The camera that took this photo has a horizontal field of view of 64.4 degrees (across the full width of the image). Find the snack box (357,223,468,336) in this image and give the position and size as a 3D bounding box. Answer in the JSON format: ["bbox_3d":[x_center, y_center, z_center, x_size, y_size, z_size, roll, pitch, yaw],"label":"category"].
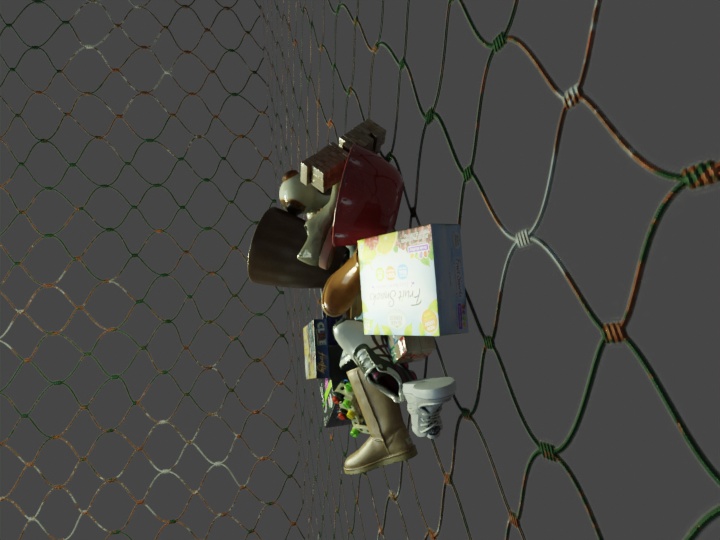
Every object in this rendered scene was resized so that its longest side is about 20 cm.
[{"bbox_3d":[0.080,0.021,0.930,0.200,0.067,0.170,-7,86,57],"label":"snack box"}]

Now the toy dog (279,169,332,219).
[{"bbox_3d":[-0.099,-0.185,1.411,0.194,0.199,0.140,163,102,-75],"label":"toy dog"}]

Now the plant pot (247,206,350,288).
[{"bbox_3d":[-0.132,-0.034,1.336,0.187,0.199,0.188,16,-90,-80],"label":"plant pot"}]

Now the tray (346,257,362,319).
[{"bbox_3d":[-0.013,0.070,1.363,0.200,0.037,0.099,92,170,-53],"label":"tray"}]

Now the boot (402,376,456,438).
[{"bbox_3d":[0.122,0.233,0.961,0.200,0.073,0.096,120,138,-79],"label":"boot"}]

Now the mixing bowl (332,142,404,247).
[{"bbox_3d":[0.021,-0.132,1.083,0.200,0.108,0.201,13,-90,-85],"label":"mixing bowl"}]

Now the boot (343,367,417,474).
[{"bbox_3d":[0.015,0.299,1.176,0.066,0.175,0.201,2,-114,-69],"label":"boot"}]

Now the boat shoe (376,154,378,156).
[{"bbox_3d":[0.016,-0.222,1.232,0.200,0.062,0.071,-111,24,-44],"label":"boat shoe"}]

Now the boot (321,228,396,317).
[{"bbox_3d":[0.000,0.000,1.187,0.077,0.200,0.155,43,155,-1],"label":"boot"}]

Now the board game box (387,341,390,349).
[{"bbox_3d":[0.048,0.107,1.250,0.151,0.036,0.201,151,113,-74],"label":"board game box"}]

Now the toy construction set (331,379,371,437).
[{"bbox_3d":[0.012,0.300,1.262,0.131,0.092,0.201,14,123,29],"label":"toy construction set"}]

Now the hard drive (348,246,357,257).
[{"bbox_3d":[-0.003,-0.042,1.414,0.200,0.033,0.140,110,152,-58],"label":"hard drive"}]

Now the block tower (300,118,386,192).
[{"bbox_3d":[-0.032,-0.232,1.156,0.058,0.200,0.054,38,148,21],"label":"block tower"}]

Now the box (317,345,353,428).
[{"bbox_3d":[-0.032,0.290,1.443,0.200,0.124,0.149,106,155,-56],"label":"box"}]

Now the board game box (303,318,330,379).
[{"bbox_3d":[-0.110,0.198,1.406,0.200,0.034,0.136,138,129,-74],"label":"board game box"}]

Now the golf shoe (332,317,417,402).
[{"bbox_3d":[0.025,0.167,1.088,0.077,0.200,0.088,-50,-4,17],"label":"golf shoe"}]

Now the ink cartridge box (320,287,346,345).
[{"bbox_3d":[-0.056,0.091,1.490,0.200,0.040,0.201,-8,-86,-78],"label":"ink cartridge box"}]

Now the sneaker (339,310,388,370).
[{"bbox_3d":[0.007,0.148,1.228,0.200,0.077,0.087,121,147,-49],"label":"sneaker"}]

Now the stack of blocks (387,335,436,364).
[{"bbox_3d":[0.078,0.070,1.080,0.115,0.058,0.201,116,146,-63],"label":"stack of blocks"}]

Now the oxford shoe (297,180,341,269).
[{"bbox_3d":[-0.073,-0.103,1.150,0.071,0.073,0.201,88,-165,-65],"label":"oxford shoe"}]
